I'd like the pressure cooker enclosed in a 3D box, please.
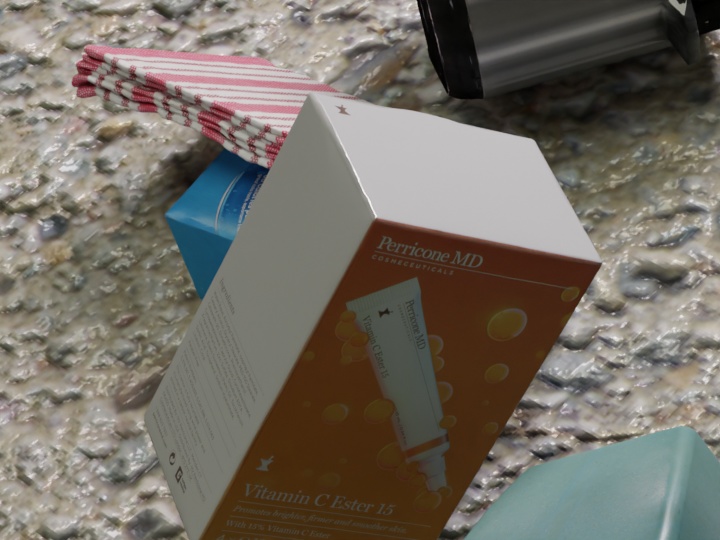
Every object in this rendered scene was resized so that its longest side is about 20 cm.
[{"bbox_3d":[0.118,-0.193,1.530,0.199,0.177,0.179,-16,15,1],"label":"pressure cooker"}]

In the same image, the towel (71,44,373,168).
[{"bbox_3d":[-0.042,-0.079,1.528,0.146,0.030,0.200,-1,19,-46],"label":"towel"}]

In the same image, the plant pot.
[{"bbox_3d":[0.104,0.174,1.193,0.141,0.141,0.200,-19,34,33],"label":"plant pot"}]

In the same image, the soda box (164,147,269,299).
[{"bbox_3d":[0.000,0.000,1.469,0.199,0.068,0.064,19,56,34],"label":"soda box"}]

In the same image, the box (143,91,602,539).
[{"bbox_3d":[0.002,0.033,1.320,0.124,0.200,0.098,10,34,-29],"label":"box"}]
